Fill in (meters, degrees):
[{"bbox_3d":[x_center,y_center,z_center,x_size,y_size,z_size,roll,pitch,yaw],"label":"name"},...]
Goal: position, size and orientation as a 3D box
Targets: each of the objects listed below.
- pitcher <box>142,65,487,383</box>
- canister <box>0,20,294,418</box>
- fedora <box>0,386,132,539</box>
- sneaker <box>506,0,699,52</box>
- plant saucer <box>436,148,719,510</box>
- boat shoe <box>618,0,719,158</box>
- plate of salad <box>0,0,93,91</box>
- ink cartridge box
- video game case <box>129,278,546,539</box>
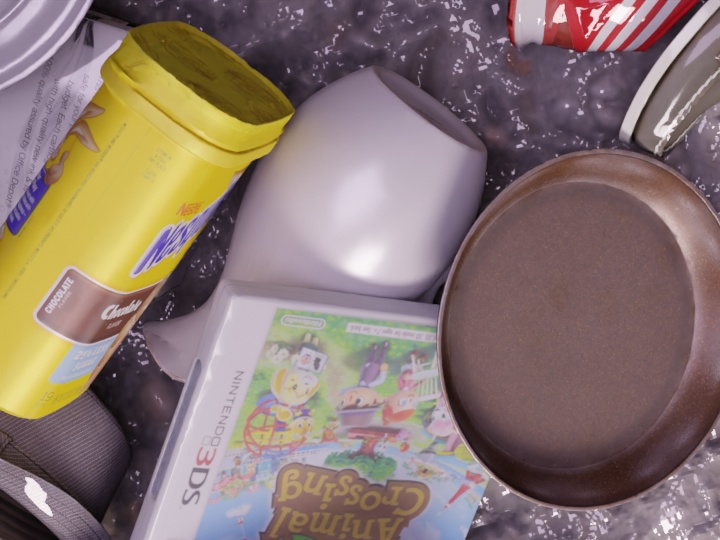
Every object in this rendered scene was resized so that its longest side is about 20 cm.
[{"bbox_3d":[0.000,0.000,1.615,0.171,0.121,0.200,30,104,-25],"label":"pitcher"},{"bbox_3d":[-0.134,-0.026,1.526,0.086,0.149,0.200,38,103,4],"label":"canister"},{"bbox_3d":[-0.211,0.091,1.649,0.200,0.177,0.090,27,71,14],"label":"fedora"},{"bbox_3d":[0.147,-0.215,1.580,0.115,0.078,0.200,7,115,0],"label":"sneaker"},{"bbox_3d":[0.123,0.031,1.585,0.200,0.032,0.201,-4,100,-27],"label":"plant saucer"},{"bbox_3d":[0.221,-0.137,1.572,0.060,0.072,0.202,40,98,9],"label":"boat shoe"},{"bbox_3d":[-0.228,-0.187,1.581,0.200,0.048,0.201,-2,83,13],"label":"plate of salad"},{"bbox_3d":[-0.182,-0.081,1.645,0.200,0.083,0.147,19,99,8],"label":"ink cartridge box"},{"bbox_3d":[-0.013,0.097,1.589,0.200,0.022,0.182,7,116,-29],"label":"video game case"}]
